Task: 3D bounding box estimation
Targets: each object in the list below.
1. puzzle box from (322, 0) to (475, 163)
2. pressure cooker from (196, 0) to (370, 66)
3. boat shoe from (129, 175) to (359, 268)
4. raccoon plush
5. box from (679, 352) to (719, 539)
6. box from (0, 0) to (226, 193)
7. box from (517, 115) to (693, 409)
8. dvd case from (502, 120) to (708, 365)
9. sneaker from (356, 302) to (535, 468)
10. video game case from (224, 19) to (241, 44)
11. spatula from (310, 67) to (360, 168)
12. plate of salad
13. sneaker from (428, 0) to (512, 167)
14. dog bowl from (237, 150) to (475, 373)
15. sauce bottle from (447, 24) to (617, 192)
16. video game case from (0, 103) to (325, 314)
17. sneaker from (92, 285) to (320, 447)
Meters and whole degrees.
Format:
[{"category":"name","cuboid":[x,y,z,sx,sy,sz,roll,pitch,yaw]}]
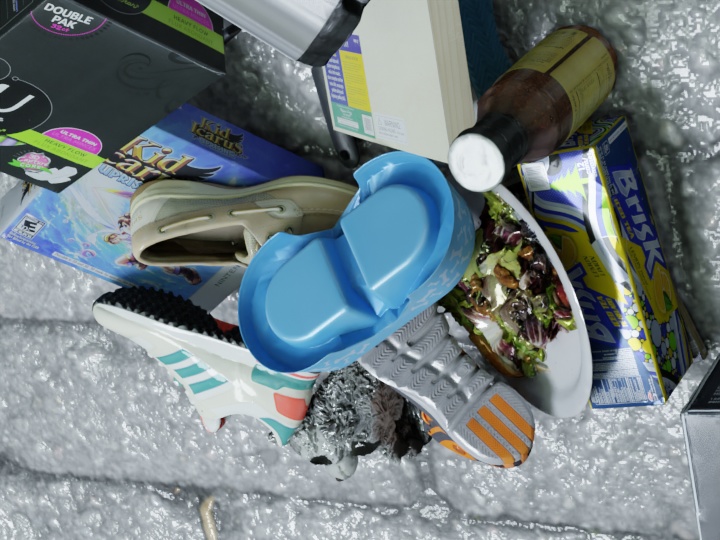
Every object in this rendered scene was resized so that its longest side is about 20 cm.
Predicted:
[{"category":"puzzle box","cuboid":[0.019,-0.155,1.204,0.200,0.025,0.134,25,129,62]},{"category":"pressure cooker","cuboid":[-0.064,-0.250,1.070,0.199,0.176,0.179,30,126,-10]},{"category":"boat shoe","cuboid":[-0.078,-0.029,1.300,0.199,0.065,0.072,2,139,-10]},{"category":"raccoon plush","cuboid":[-0.005,0.076,1.396,0.134,0.097,0.201,4,85,43]},{"category":"box","cuboid":[0.316,0.140,1.153,0.123,0.197,0.201,-2,113,28]},{"category":"box","cuboid":[-0.211,-0.166,1.171,0.200,0.148,0.125,-29,54,37]},{"category":"box","cuboid":[0.178,-0.005,1.217,0.064,0.070,0.201,-7,110,32]},{"category":"dvd case","cuboid":[0.157,0.000,1.285,0.148,0.016,0.201,-21,102,36]},{"category":"sneaker","cuboid":[0.049,0.082,1.301,0.200,0.077,0.112,49,170,10]},{"category":"video game case","cuboid":[-0.216,-0.215,1.380,0.200,0.025,0.181,-34,95,36]},{"category":"spatula","cuboid":[-0.041,-0.172,1.306,0.056,0.021,0.201,-11,109,39]},{"category":"plate of salad","cuboid":[0.103,0.021,1.238,0.200,0.048,0.201,52,157,34]},{"category":"sneaker","cuboid":[0.056,-0.166,1.224,0.081,0.076,0.201,-9,105,40]},{"category":"dog bowl","cuboid":[0.000,0.000,1.227,0.200,0.049,0.112,-38,57,22]},{"category":"sauce bottle","cuboid":[0.115,-0.109,1.140,0.066,0.200,0.066,14,120,25]},{"category":"video game case","cuboid":[-0.159,-0.054,1.349,0.199,0.046,0.181,24,133,-30]},{"category":"sneaker","cuboid":[-0.133,0.082,1.368,0.199,0.070,0.094,18,106,8]}]
